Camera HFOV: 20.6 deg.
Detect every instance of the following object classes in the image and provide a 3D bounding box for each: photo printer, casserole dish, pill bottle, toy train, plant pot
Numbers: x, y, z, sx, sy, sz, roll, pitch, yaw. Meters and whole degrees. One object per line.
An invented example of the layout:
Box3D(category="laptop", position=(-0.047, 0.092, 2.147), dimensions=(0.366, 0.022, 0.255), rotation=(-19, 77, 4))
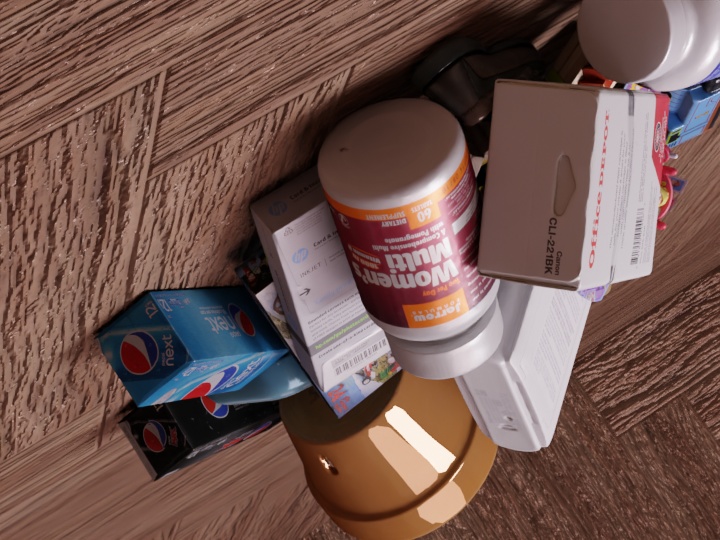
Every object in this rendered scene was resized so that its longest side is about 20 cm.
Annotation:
Box3D(category="photo printer", position=(0.141, 0.027, 1.661), dimensions=(0.167, 0.069, 0.201), rotation=(61, 42, -54))
Box3D(category="casserole dish", position=(-0.073, 0.085, 1.787), dimensions=(0.121, 0.039, 0.200), rotation=(-25, -172, -30))
Box3D(category="pill bottle", position=(0.043, -0.019, 1.462), dimensions=(0.109, 0.110, 0.201), rotation=(-32, 133, -14))
Box3D(category="toy train", position=(0.330, -0.189, 1.894), dimensions=(0.114, 0.087, 0.200), rotation=(-27, 168, -7))
Box3D(category="pill bottle", position=(0.254, -0.201, 1.543), dimensions=(0.112, 0.112, 0.199), rotation=(-43, 166, 37))
Box3D(category="plant pot", position=(0.015, 0.138, 1.872), dimensions=(0.199, 0.201, 0.140), rotation=(-36, 135, 5))

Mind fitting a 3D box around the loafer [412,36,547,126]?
Box3D(category="loafer", position=(0.100, -0.133, 1.499), dimensions=(0.072, 0.063, 0.200), rotation=(-41, 167, 21))

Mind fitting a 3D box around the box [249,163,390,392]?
Box3D(category="box", position=(0.006, -0.014, 1.559), dimensions=(0.155, 0.041, 0.201), rotation=(-32, 142, -14))

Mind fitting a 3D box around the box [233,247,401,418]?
Box3D(category="box", position=(-0.008, 0.022, 1.644), dimensions=(0.136, 0.038, 0.200), rotation=(-38, 141, -5))

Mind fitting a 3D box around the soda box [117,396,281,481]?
Box3D(category="soda box", position=(-0.137, 0.132, 1.880), dimensions=(0.063, 0.071, 0.200), rotation=(-39, 169, 31))

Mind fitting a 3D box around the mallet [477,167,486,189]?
Box3D(category="mallet", position=(0.099, -0.081, 1.795), dimensions=(0.066, 0.041, 0.200), rotation=(-33, 172, -16))

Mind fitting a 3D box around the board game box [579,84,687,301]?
Box3D(category="board game box", position=(0.235, -0.070, 1.679), dimensions=(0.201, 0.039, 0.159), rotation=(-58, 148, -31))

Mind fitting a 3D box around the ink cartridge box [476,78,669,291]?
Box3D(category="ink cartridge box", position=(0.162, -0.066, 1.482), dimensions=(0.083, 0.146, 0.200), rotation=(7, -174, 22))

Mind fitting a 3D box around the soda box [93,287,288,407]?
Box3D(category="soda box", position=(-0.133, 0.060, 1.605), dimensions=(0.064, 0.068, 0.200), rotation=(-38, 168, 17))

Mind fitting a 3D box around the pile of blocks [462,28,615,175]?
Box3D(category="pile of blocks", position=(0.147, -0.116, 1.619), dimensions=(0.199, 0.062, 0.082), rotation=(-36, 129, 6))

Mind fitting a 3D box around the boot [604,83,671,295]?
Box3D(category="boot", position=(0.194, -0.067, 1.760), dimensions=(0.174, 0.066, 0.201), rotation=(-5, 121, -40))
